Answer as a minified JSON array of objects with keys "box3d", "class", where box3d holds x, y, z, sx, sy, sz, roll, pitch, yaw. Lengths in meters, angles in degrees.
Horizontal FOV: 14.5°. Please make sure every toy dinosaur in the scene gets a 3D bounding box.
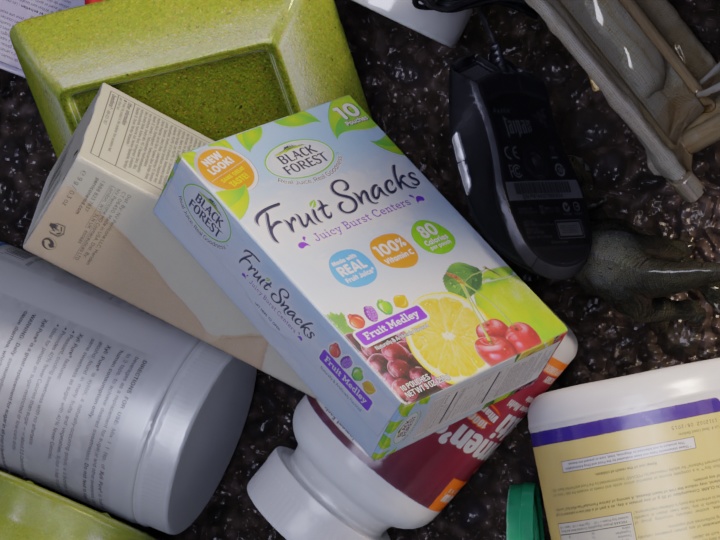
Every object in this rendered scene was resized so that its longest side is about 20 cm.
[{"box3d":[0.160,0.000,1.666,0.102,0.200,0.077,17,106,-24],"class":"toy dinosaur"}]

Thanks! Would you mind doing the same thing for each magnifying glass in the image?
[{"box3d":[0.094,0.198,1.650,0.022,0.200,0.080,-4,120,7],"class":"magnifying glass"}]

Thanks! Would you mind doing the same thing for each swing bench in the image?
[{"box3d":[0.198,-0.185,1.629,0.200,0.130,0.199,-36,110,12],"class":"swing bench"}]

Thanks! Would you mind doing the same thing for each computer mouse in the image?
[{"box3d":[0.097,-0.087,1.660,0.046,0.140,0.200,-28,79,42],"class":"computer mouse"}]

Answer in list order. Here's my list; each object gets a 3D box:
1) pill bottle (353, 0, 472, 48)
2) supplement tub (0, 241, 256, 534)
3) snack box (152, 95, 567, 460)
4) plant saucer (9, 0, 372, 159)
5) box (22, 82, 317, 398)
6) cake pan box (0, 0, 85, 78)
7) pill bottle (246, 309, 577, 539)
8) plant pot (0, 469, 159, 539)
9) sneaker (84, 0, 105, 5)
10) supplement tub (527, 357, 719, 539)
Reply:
[{"box3d":[0.058,-0.244,1.705,0.113,0.113,0.200,26,95,12],"class":"pill bottle"},{"box3d":[-0.180,0.069,1.743,0.200,0.132,0.132,22,94,13],"class":"supplement tub"},{"box3d":[0.000,0.000,1.593,0.200,0.142,0.053,48,133,21],"class":"snack box"},{"box3d":[-0.094,-0.076,1.718,0.200,0.048,0.200,-12,119,12],"class":"plant saucer"},{"box3d":[-0.088,-0.017,1.671,0.200,0.095,0.078,29,121,-10],"class":"box"},{"box3d":[-0.138,-0.191,1.782,0.200,0.052,0.184,20,91,12],"class":"cake pan box"},{"box3d":[0.029,0.085,1.705,0.110,0.110,0.200,42,98,11],"class":"pill bottle"},{"box3d":[-0.212,0.231,1.730,0.200,0.200,0.193,22,81,13],"class":"plant pot"},{"box3d":[-0.103,-0.222,1.706,0.077,0.085,0.200,42,97,10],"class":"sneaker"},{"box3d":[0.185,0.158,1.649,0.145,0.145,0.200,-12,86,13],"class":"supplement tub"}]
